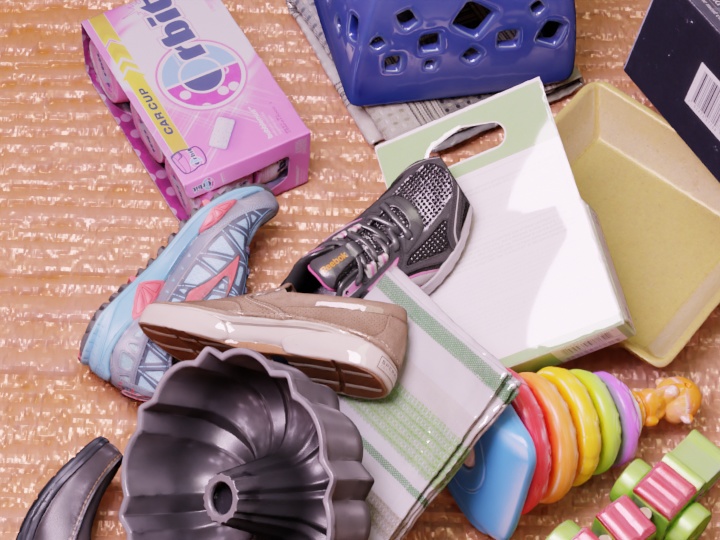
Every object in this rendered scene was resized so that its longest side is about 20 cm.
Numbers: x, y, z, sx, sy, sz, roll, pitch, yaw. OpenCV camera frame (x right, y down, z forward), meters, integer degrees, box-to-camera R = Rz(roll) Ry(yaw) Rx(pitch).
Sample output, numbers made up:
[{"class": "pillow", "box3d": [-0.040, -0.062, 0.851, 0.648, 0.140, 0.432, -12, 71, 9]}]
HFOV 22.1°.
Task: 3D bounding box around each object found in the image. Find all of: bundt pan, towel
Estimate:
[{"class": "bundt pan", "box3d": [-0.070, 0.153, 1.246, 0.075, 0.202, 0.202, 6, 43, -50]}, {"class": "towel", "box3d": [0.062, -0.189, 1.564, 0.191, 0.035, 0.201, -21, 57, -19]}, {"class": "towel", "box3d": [0.008, 0.115, 1.285, 0.201, 0.031, 0.149, -53, 50, 7]}]

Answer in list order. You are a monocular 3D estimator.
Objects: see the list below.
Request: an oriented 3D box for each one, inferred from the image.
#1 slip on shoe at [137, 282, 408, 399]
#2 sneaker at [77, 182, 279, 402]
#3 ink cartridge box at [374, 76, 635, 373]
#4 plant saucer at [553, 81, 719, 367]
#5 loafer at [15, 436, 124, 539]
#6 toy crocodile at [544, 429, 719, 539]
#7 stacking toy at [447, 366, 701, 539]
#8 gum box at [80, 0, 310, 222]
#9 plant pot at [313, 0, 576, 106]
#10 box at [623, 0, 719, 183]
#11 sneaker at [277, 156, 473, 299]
[{"class": "slip on shoe", "box3d": [-0.060, 0.040, 1.291, 0.198, 0.076, 0.061, 6, 61, 28]}, {"class": "sneaker", "box3d": [-0.118, 0.023, 1.394, 0.095, 0.079, 0.200, 39, 69, 7]}, {"class": "ink cartridge box", "box3d": [0.106, -0.023, 1.379, 0.145, 0.048, 0.202, -22, 70, 16]}, {"class": "plant saucer", "box3d": [0.206, -0.030, 1.449, 0.199, 0.049, 0.200, 35, 61, 19]}, {"class": "loafer", "box3d": [-0.208, 0.209, 1.261, 0.072, 0.073, 0.201, 27, 68, 5]}, {"class": "toy crocodile", "box3d": [0.188, 0.182, 1.298, 0.200, 0.062, 0.067, -37, 65, -24]}, {"class": "stacking toy", "box3d": [0.161, 0.109, 1.333, 0.198, 0.110, 0.116, -11, 47, -24]}, {"class": "gum box", "box3d": [-0.131, -0.133, 1.489, 0.113, 0.066, 0.201, -24, 60, -19]}, {"class": "plant pot", "box3d": [0.067, -0.272, 1.493, 0.198, 0.180, 0.201, -8, 53, -11]}, {"class": "box", "box3d": [0.346, -0.149, 1.467, 0.181, 0.105, 0.200, -12, 51, -30]}, {"class": "sneaker", "box3d": [0.000, 0.000, 1.345, 0.080, 0.086, 0.200, 42, 95, 23]}]
